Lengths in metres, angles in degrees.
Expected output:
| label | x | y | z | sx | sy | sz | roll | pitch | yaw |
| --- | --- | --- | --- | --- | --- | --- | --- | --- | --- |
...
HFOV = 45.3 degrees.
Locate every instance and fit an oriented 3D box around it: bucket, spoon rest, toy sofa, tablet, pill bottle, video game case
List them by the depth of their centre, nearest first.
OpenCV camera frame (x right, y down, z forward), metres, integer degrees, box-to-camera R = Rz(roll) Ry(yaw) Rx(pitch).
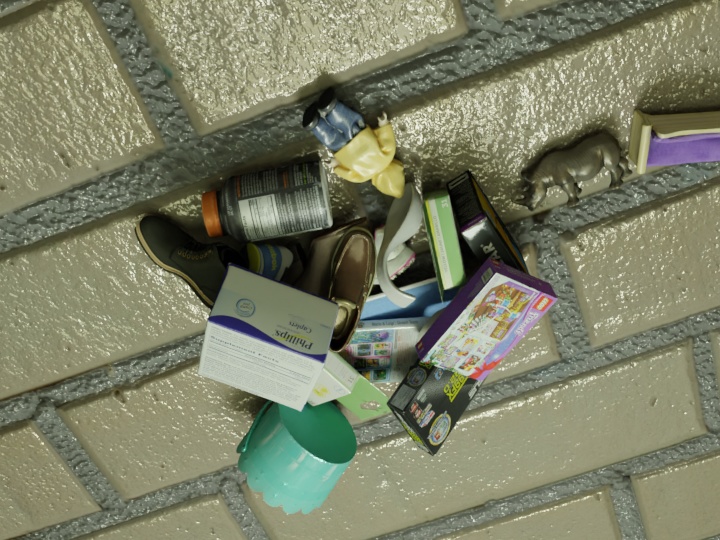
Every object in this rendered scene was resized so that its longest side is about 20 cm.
| label | x | y | z | sx | sy | sz | roll | pitch | yaw |
| --- | --- | --- | --- | --- | --- | --- | --- | --- | --- |
| pill bottle | -0.147 | -0.104 | 1.352 | 0.195 | 0.107 | 0.108 | -10 | 125 | 2 |
| toy sofa | 0.530 | -0.202 | 1.353 | 0.195 | 0.098 | 0.084 | -5 | 124 | -3 |
| spoon rest | 0.060 | -0.047 | 1.357 | 0.060 | 0.204 | 0.099 | 15 | 151 | -21 |
| tablet | 0.088 | 0.059 | 1.495 | 0.196 | 0.014 | 0.131 | -16 | 146 | -7 |
| video game case | 0.032 | 0.148 | 1.545 | 0.178 | 0.024 | 0.202 | -3 | 146 | -3 |
| bucket | -0.112 | 0.327 | 1.590 | 0.205 | 0.209 | 0.135 | 29 | 115 | -22 |

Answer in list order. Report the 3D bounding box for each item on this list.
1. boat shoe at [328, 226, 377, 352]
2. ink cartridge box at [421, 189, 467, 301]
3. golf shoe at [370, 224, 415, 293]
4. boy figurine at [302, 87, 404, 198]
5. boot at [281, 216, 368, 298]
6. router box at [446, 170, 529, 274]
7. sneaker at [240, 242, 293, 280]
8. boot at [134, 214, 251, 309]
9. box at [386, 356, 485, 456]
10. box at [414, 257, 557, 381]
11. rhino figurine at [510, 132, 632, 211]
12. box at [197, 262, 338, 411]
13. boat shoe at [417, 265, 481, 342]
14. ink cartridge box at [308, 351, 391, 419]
| label | x | y | z | sx | sy | sz | roll | pitch | yaw |
| --- | --- | --- | --- | --- | --- | --- | --- | --- | --- |
| boat shoe | -0.016 | 0.036 | 1.363 | 0.073 | 0.075 | 0.206 | 10 | 110 | -4 |
| ink cartridge box | 0.130 | -0.043 | 1.337 | 0.047 | 0.200 | 0.149 | -12 | 99 | 5 |
| golf shoe | 0.000 | 0.000 | 1.467 | 0.199 | 0.075 | 0.092 | -36 | 93 | 23 |
| boy figurine | 0.006 | -0.191 | 1.333 | 0.199 | 0.065 | 0.124 | 38 | 113 | -27 |
| boot | -0.048 | 0.012 | 1.427 | 0.197 | 0.070 | 0.149 | -20 | 93 | 30 |
| router box | 0.216 | -0.043 | 1.399 | 0.050 | 0.150 | 0.201 | -29 | 122 | 15 |
| sneaker | -0.172 | 0.023 | 1.435 | 0.081 | 0.075 | 0.200 | -10 | 157 | -32 |
| boot | -0.257 | -0.036 | 1.354 | 0.199 | 0.078 | 0.138 | 39 | 148 | -6 |
| box | 0.145 | 0.205 | 1.535 | 0.201 | 0.044 | 0.161 | -52 | 137 | -18 |
| box | 0.195 | 0.081 | 1.354 | 0.135 | 0.039 | 0.201 | 20 | 122 | -31 |
| rhino figurine | 0.334 | -0.154 | 1.389 | 0.197 | 0.060 | 0.089 | -22 | 109 | 11 |
| box | -0.143 | 0.107 | 1.317 | 0.181 | 0.107 | 0.201 | 20 | 148 | -5 |
| boat shoe | 0.178 | 0.068 | 1.463 | 0.200 | 0.060 | 0.074 | -44 | 153 | -24 |
| ink cartridge box | -0.043 | 0.212 | 1.537 | 0.200 | 0.048 | 0.145 | 43 | 147 | -13 |
